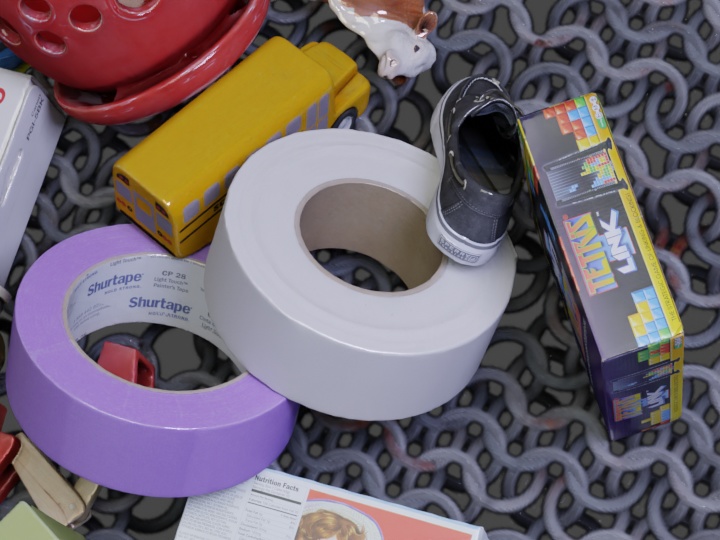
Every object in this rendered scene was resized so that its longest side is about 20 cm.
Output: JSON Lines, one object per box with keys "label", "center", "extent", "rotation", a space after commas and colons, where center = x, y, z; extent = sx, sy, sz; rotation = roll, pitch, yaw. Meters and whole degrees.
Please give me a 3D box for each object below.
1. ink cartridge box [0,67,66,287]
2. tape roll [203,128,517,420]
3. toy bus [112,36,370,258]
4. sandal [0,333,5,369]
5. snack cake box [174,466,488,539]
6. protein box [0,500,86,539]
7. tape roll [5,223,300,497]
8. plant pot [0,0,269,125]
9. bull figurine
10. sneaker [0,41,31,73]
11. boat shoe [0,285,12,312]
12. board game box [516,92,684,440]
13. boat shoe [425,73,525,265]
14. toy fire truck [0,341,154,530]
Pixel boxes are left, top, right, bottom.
{"label": "ink cartridge box", "center": [-0.335, -0.084, 1.515], "extent": [0.199, 0.083, 0.148], "rotation": [16, 77, 16]}
{"label": "tape roll", "center": [0.000, 0.000, 1.376], "extent": [0.201, 0.071, 0.203], "rotation": [11, 45, -11]}
{"label": "toy bus", "center": [-0.080, -0.095, 1.444], "extent": [0.065, 0.079, 0.200], "rotation": [37, 62, 22]}
{"label": "sandal", "center": [-0.334, 0.056, 1.480], "extent": [0.199, 0.082, 0.055], "rotation": [9, 116, 25]}
{"label": "snack cake box", "center": [-0.024, 0.204, 1.373], "extent": [0.199, 0.067, 0.116], "rotation": [14, 74, 15]}
{"label": "protein box", "center": [-0.209, 0.298, 1.343], "extent": [0.200, 0.135, 0.198], "rotation": [-45, 71, -5]}
{"label": "tape roll", "center": [-0.134, 0.057, 1.383], "extent": [0.199, 0.066, 0.201], "rotation": [9, 39, -7]}
{"label": "plant pot", "center": [-0.173, -0.213, 1.444], "extent": [0.199, 0.183, 0.201], "rotation": [-23, 31, 15]}
{"label": "bull figurine", "center": [0.005, -0.228, 1.495], "extent": [0.121, 0.065, 0.201], "rotation": [16, 65, -18]}
{"label": "sneaker", "center": [-0.236, -0.227, 1.545], "extent": [0.066, 0.078, 0.200], "rotation": [35, 81, 21]}
{"label": "boat shoe", "center": [-0.338, 0.016, 1.458], "extent": [0.199, 0.073, 0.063], "rotation": [12, 69, 19]}
{"label": "board game box", "center": [0.155, 0.003, 1.329], "extent": [0.056, 0.200, 0.166], "rotation": [-17, 69, 2]}
{"label": "boat shoe", "center": [0.083, -0.085, 1.390], "extent": [0.070, 0.066, 0.200], "rotation": [25, 35, -6]}
{"label": "toy fire truck", "center": [-0.231, 0.143, 1.442], "extent": [0.140, 0.049, 0.201], "rotation": [10, 75, 14]}
